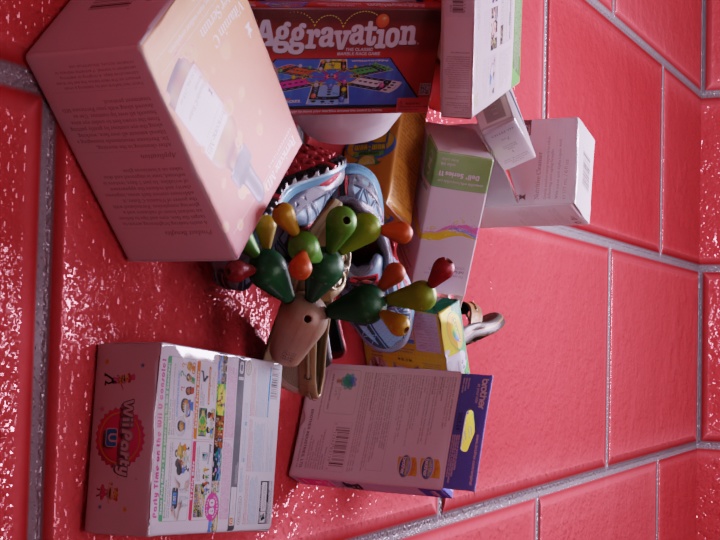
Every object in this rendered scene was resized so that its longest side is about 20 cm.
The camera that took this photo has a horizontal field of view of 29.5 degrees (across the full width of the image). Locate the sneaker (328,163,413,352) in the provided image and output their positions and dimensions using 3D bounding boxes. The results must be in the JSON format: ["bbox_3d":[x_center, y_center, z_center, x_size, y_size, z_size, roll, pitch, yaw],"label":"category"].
[{"bbox_3d":[0.000,0.000,1.379,0.096,0.078,0.202,-81,154,-69],"label":"sneaker"}]

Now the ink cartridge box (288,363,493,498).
[{"bbox_3d":[0.034,0.156,1.341,0.042,0.197,0.121,45,51,-55],"label":"ink cartridge box"}]

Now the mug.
[{"bbox_3d":[-0.007,-0.216,1.331,0.186,0.148,0.155,-39,133,-51],"label":"mug"}]

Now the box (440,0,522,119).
[{"bbox_3d":[0.118,-0.235,1.309,0.200,0.036,0.147,-39,132,-64],"label":"box"}]

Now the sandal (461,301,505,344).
[{"bbox_3d":[0.116,0.068,1.685,0.199,0.081,0.055,-13,80,-57],"label":"sandal"}]

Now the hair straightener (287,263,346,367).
[{"bbox_3d":[-0.056,0.001,1.334,0.077,0.040,0.203,-33,120,-61],"label":"hair straightener"}]

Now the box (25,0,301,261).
[{"bbox_3d":[-0.145,-0.131,1.069,0.153,0.105,0.202,-65,145,-42],"label":"box"}]

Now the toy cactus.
[{"bbox_3d":[-0.033,0.021,1.162,0.103,0.197,0.166,-103,-149,-47],"label":"toy cactus"}]

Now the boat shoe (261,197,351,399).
[{"bbox_3d":[-0.038,0.028,1.251,0.073,0.062,0.203,-56,168,-62],"label":"boat shoe"}]

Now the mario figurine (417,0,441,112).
[{"bbox_3d":[0.079,-0.261,1.384,0.123,0.104,0.203,-24,102,-75],"label":"mario figurine"}]

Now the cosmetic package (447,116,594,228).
[{"bbox_3d":[0.175,-0.115,1.643,0.081,0.197,0.115,35,56,-61],"label":"cosmetic package"}]

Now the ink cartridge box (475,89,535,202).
[{"bbox_3d":[0.148,-0.203,1.539,0.176,0.044,0.202,48,24,-60],"label":"ink cartridge box"}]

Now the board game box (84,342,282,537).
[{"bbox_3d":[-0.140,0.142,1.131,0.200,0.063,0.150,21,70,-65],"label":"board game box"}]

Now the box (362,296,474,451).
[{"bbox_3d":[0.067,0.125,1.503,0.048,0.116,0.203,-29,118,-45],"label":"box"}]

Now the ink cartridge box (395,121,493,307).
[{"bbox_3d":[0.087,-0.050,1.521,0.117,0.066,0.203,-106,-155,-67],"label":"ink cartridge box"}]

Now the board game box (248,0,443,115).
[{"bbox_3d":[-0.025,-0.191,1.232,0.020,0.197,0.104,-122,-147,-54],"label":"board game box"}]

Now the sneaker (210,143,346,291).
[{"bbox_3d":[-0.082,-0.050,1.259,0.200,0.078,0.097,-40,142,-47],"label":"sneaker"}]

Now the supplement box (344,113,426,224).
[{"bbox_3d":[0.028,-0.151,1.485,0.069,0.066,0.203,38,55,-59],"label":"supplement box"}]
